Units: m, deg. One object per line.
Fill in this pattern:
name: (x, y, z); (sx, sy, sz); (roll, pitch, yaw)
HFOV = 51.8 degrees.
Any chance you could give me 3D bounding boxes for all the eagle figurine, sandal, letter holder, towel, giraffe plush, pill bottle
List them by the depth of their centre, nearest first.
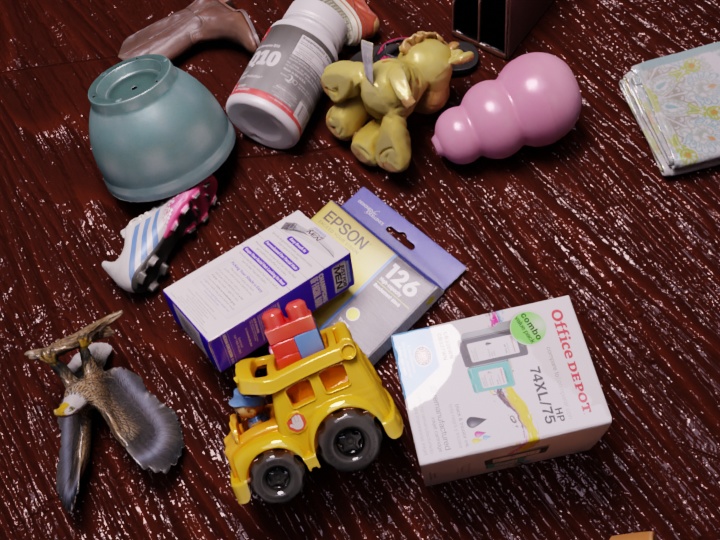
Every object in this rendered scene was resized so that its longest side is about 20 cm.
eagle figurine: (-0.327, 0.172, 0.911); (0.152, 0.151, 0.200); (-22, 94, 41)
towel: (0.474, -0.223, 1.004); (0.200, 0.048, 0.171); (-15, 68, 1)
giraffe plush: (0.059, -0.255, 1.013); (0.162, 0.200, 0.173); (-36, 69, -29)
pill bottle: (-0.102, -0.288, 1.077); (0.114, 0.114, 0.200); (19, 70, 16)
letter holder: (0.228, -0.441, 1.084); (0.101, 0.142, 0.200); (32, 74, 20)
sandal: (0.075, -0.320, 1.104); (0.200, 0.045, 0.075); (-5, 66, 6)

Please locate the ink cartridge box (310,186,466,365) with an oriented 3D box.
ink cartridge box: (0.000, 0.000, 0.971); (0.198, 0.047, 0.200); (40, 79, 23)

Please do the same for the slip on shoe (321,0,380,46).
slip on shoe: (-0.034, -0.429, 1.163); (0.061, 0.074, 0.200); (-19, 61, -26)

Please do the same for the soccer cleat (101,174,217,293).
soccer cleat: (-0.279, -0.064, 1.024); (0.086, 0.070, 0.200); (26, 72, 18)

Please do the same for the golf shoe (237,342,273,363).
golf shoe: (-0.161, 0.069, 0.926); (0.200, 0.075, 0.092); (10, 34, 20)

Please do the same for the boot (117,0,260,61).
boot: (-0.267, -0.346, 1.154); (0.200, 0.064, 0.186); (-31, 52, -10)

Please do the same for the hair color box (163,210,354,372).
hair color box: (-0.118, 0.020, 0.887); (0.200, 0.065, 0.109); (-34, 51, -21)

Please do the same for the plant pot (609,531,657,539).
plant pot: (0.223, 0.356, 0.706); (0.140, 0.200, 0.200); (-9, 64, 22)

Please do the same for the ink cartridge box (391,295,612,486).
ink cartridge box: (0.150, 0.138, 0.828); (0.200, 0.146, 0.147); (-14, 65, 1)

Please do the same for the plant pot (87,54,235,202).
plant pot: (-0.290, -0.211, 1.024); (0.200, 0.134, 0.200); (-10, 45, 10)

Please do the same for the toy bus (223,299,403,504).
toy bus: (-0.078, 0.135, 0.824); (0.200, 0.136, 0.192); (-25, 104, -2)

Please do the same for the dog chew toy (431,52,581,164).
dog chew toy: (0.191, -0.209, 1.001); (0.200, 0.125, 0.125); (-24, 64, 6)
